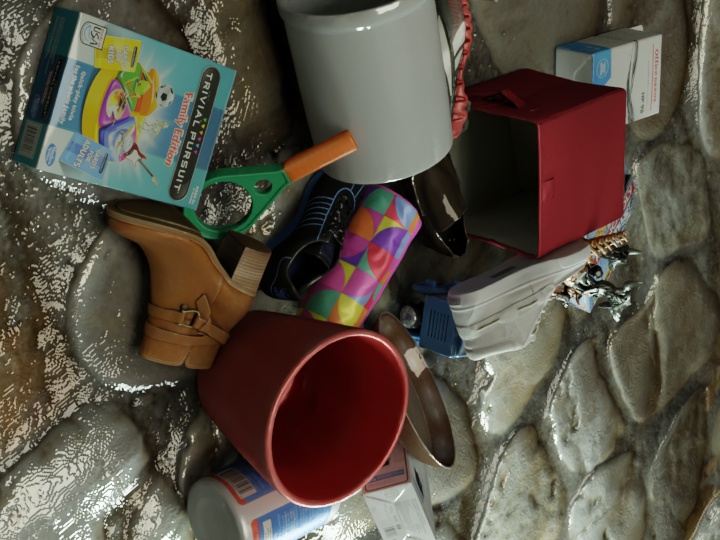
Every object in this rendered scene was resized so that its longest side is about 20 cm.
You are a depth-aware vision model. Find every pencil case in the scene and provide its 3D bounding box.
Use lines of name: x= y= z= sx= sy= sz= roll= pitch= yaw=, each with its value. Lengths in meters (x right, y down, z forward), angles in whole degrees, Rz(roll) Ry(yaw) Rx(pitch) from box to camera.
pencil case: x=0.000 y=0.000 z=1.575 sx=0.088 sy=0.088 sz=0.201 roll=34 pitch=80 yaw=-46

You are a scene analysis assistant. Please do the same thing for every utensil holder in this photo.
utensil holder: x=0.010 y=-0.220 z=1.450 sx=0.170 sy=0.169 sz=0.201 roll=-35 pitch=130 yaw=-32

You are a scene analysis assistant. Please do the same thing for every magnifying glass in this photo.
magnifying glass: x=-0.097 y=-0.095 z=1.410 sx=0.199 sy=0.022 sz=0.080 roll=-25 pitch=128 yaw=7

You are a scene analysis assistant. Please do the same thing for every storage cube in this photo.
storage cube: x=0.216 y=-0.142 z=1.679 sx=0.179 sy=0.170 sz=0.202 roll=-23 pitch=120 yaw=-39

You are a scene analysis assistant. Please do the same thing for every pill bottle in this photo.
pill bottle: x=-0.093 y=0.260 z=1.553 sx=0.199 sy=0.112 sz=0.113 roll=-19 pitch=117 yaw=-39

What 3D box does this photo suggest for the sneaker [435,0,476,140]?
sneaker: x=0.081 y=-0.252 z=1.575 sx=0.097 sy=0.071 sz=0.202 roll=-7 pitch=106 yaw=-36

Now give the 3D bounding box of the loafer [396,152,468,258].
loafer: x=0.099 y=-0.089 z=1.607 sx=0.073 sy=0.071 sz=0.201 roll=-42 pitch=143 yaw=-14

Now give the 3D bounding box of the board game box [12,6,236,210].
board game box: x=-0.227 y=-0.155 z=1.315 sx=0.199 sy=0.047 sz=0.152 roll=13 pitch=95 yaw=-47

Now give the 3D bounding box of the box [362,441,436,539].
box: x=0.041 y=0.230 z=1.625 sx=0.060 sy=0.201 sz=0.117 roll=-16 pitch=125 yaw=8

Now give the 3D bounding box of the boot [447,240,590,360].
boot: x=0.202 y=0.038 z=1.631 sx=0.199 sy=0.073 sz=0.096 roll=-22 pitch=107 yaw=-17

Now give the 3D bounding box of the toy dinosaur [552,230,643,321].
toy dinosaur: x=0.285 y=0.001 z=1.721 sx=0.135 sy=0.200 sz=0.103 roll=14 pitch=84 yaw=-19

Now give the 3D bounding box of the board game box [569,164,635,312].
board game box: x=0.325 y=-0.070 z=1.855 sx=0.201 sy=0.061 sz=0.200 roll=-61 pitch=155 yaw=-10

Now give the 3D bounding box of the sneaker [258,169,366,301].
sneaker: x=-0.042 y=-0.045 z=1.520 sx=0.201 sy=0.078 sz=0.070 roll=-53 pitch=134 yaw=-17

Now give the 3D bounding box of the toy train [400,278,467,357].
toy train: x=0.143 y=0.061 z=1.719 sx=0.199 sy=0.114 sz=0.088 roll=-2 pitch=106 yaw=-45

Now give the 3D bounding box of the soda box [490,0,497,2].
soda box: x=0.104 y=-0.400 z=1.552 sx=0.200 sy=0.063 sz=0.068 roll=40 pitch=75 yaw=-46

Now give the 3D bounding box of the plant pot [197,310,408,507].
plant pot: x=-0.075 y=0.136 z=1.473 sx=0.199 sy=0.177 sz=0.202 roll=-15 pitch=114 yaw=-37

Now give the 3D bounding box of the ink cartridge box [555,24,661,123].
ink cartridge box: x=0.357 y=-0.268 z=1.854 sx=0.199 sy=0.066 sz=0.117 roll=-22 pitch=118 yaw=-39

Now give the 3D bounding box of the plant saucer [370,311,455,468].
plant saucer: x=0.055 y=0.147 z=1.587 sx=0.034 sy=0.201 sz=0.200 roll=-26 pitch=134 yaw=14

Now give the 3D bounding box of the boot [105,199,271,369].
boot: x=-0.201 y=0.020 z=1.392 sx=0.199 sy=0.074 sz=0.156 roll=21 pitch=104 yaw=-31
